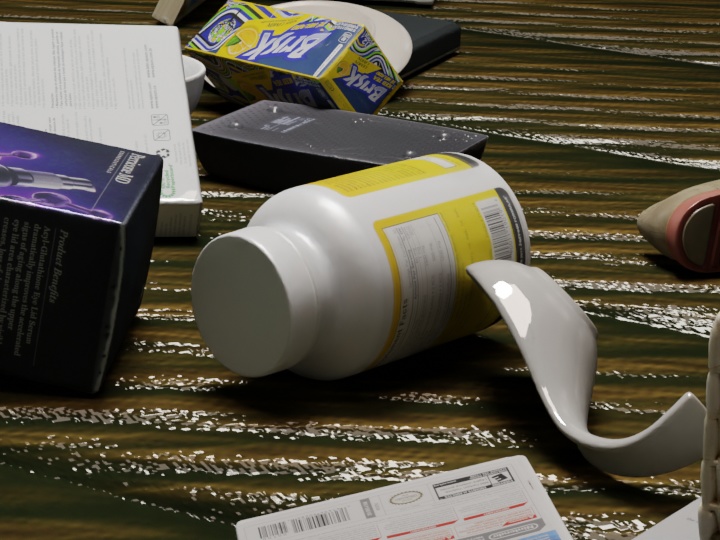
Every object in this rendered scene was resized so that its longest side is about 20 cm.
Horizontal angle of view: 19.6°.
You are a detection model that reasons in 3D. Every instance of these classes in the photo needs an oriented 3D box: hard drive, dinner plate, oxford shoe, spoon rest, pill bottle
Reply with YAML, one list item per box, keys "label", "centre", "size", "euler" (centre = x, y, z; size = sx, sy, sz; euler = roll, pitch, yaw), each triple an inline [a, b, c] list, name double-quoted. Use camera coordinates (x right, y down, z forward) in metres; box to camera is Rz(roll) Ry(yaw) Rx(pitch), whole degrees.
- label: "hard drive"
  centre: [-0.016, -0.090, 1.592]
  size: [0.199, 0.043, 0.135]
  euler: [11, 20, 23]
- label: "dinner plate"
  centre: [-0.052, -0.207, 1.894]
  size: [0.198, 0.024, 0.201]
  euler: [-4, 32, 2]
- label: "oxford shoe"
  centre: [0.288, -0.045, 1.467]
  size: [0.199, 0.071, 0.075]
  euler: [-4, 14, -25]
- label: "spoon rest"
  centre: [0.114, 0.054, 1.127]
  size: [0.061, 0.099, 0.200]
  euler: [-44, 34, -4]
- label: "hard drive"
  centre: [-0.001, -0.218, 2.003]
  size: [0.139, 0.033, 0.200]
  euler: [10, 20, 21]
- label: "pill bottle"
  centre: [0.000, 0.000, 1.207]
  size: [0.112, 0.113, 0.199]
  euler: [18, 23, 39]

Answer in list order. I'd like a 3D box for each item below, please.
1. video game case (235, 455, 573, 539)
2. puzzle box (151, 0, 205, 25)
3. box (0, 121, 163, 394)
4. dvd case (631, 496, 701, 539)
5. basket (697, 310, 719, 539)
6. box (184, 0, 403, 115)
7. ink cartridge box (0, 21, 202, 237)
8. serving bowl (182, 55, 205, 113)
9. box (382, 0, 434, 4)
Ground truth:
- label: "video game case"
  centre: [0.026, 0.140, 0.886]
  size: [0.142, 0.018, 0.200]
  euler: [-13, 20, -5]
- label: "puzzle box"
  centre: [-0.157, -0.336, 2.183]
  size: [0.025, 0.134, 0.200]
  euler: [28, 20, 0]
- label: "box"
  centre: [-0.225, -0.019, 1.200]
  size: [0.198, 0.105, 0.148]
  euler: [11, 18, -2]
- label: "dvd case"
  centre: [0.176, 0.152, 0.914]
  size: [0.150, 0.025, 0.199]
  euler: [16, 21, 35]
- label: "basket"
  centre: [0.239, 0.058, 0.957]
  size: [0.123, 0.137, 0.200]
  euler: [8, 17, 23]
- label: "box"
  centre: [-0.058, -0.172, 1.741]
  size: [0.064, 0.070, 0.199]
  euler: [-50, 36, -17]
- label: "ink cartridge box"
  centre: [-0.219, -0.102, 1.475]
  size: [0.198, 0.041, 0.200]
  euler: [2, 44, -12]
- label: "serving bowl"
  centre: [-0.222, -0.132, 1.645]
  size: [0.198, 0.066, 0.200]
  euler: [2, 16, -1]
- label: "box"
  centre: [-0.008, -0.404, 2.347]
  size: [0.197, 0.173, 0.200]
  euler: [3, 18, -1]
